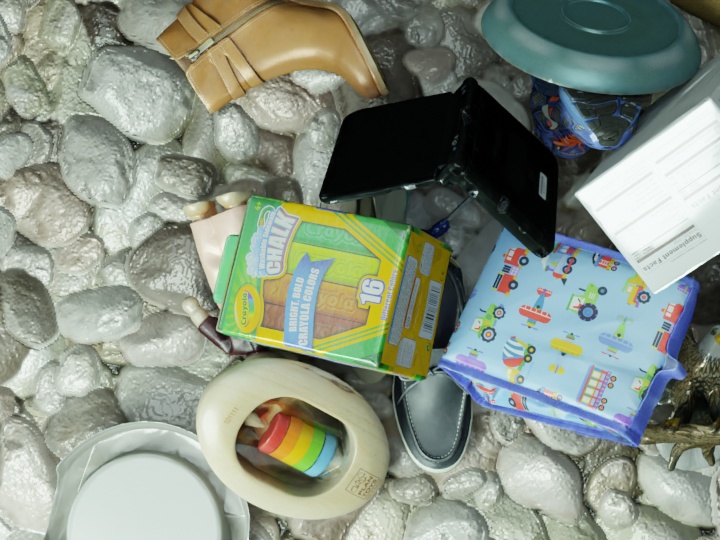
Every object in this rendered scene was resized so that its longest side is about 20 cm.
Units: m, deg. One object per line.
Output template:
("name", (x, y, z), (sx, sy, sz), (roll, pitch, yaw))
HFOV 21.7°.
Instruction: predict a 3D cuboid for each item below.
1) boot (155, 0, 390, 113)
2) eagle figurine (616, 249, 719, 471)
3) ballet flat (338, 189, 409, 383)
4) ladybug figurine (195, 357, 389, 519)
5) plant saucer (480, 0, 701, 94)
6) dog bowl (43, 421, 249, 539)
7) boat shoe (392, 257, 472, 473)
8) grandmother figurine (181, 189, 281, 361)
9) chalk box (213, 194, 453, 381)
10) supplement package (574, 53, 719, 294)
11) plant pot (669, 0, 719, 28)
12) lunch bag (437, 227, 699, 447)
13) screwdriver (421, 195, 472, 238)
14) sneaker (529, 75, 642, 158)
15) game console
("boot", (-0.081, -0.197, 1.732), (0.155, 0.077, 0.200), (-40, 81, -2))
("eagle figurine", (0.304, 0.068, 1.675), (0.151, 0.150, 0.201), (31, 50, -32))
("ballet flat", (0.000, 0.000, 1.713), (0.069, 0.069, 0.202), (4, 80, 4))
("ladybug figurine", (-0.062, 0.146, 1.680), (0.199, 0.072, 0.136), (33, 96, -26))
("plant saucer", (0.206, -0.216, 1.666), (0.198, 0.201, 0.028), (11, 125, 5))
("dog bowl", (-0.194, 0.238, 1.713), (0.198, 0.059, 0.202), (0, 85, 5))
("boat shoe", (0.066, 0.083, 1.707), (0.074, 0.062, 0.202), (1, 87, 2))
("grandmother figurine", (-0.102, 0.030, 1.729), (0.121, 0.060, 0.202), (-15, 87, 28))
("chalk box", (-0.040, 0.012, 1.624), (0.199, 0.124, 0.125), (10, 85, 22))
("supplement package", (0.299, -0.100, 1.586), (0.111, 0.200, 0.156), (50, 128, -4))
("plant pot", (0.380, -0.270, 1.672), (0.199, 0.186, 0.188), (10, 86, 20))
("lunch bag", (0.193, 0.057, 1.627), (0.199, 0.094, 0.151), (15, 72, 38))
("screwdriver", (0.091, -0.053, 1.710), (0.200, 0.028, 0.029), (-39, 55, -18))
("sneaker", (0.197, -0.134, 1.660), (0.075, 0.200, 0.079), (3, 106, -8))
("game console", (0.075, -0.079, 1.646), (0.176, 0.200, 0.116), (41, 115, -14))
